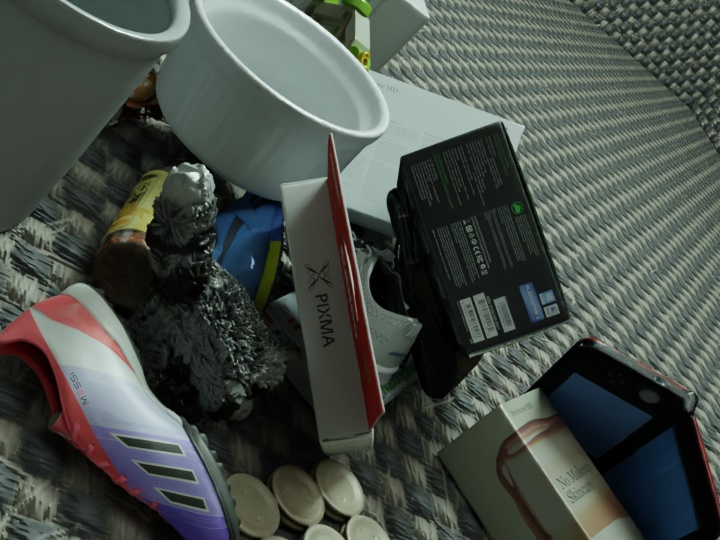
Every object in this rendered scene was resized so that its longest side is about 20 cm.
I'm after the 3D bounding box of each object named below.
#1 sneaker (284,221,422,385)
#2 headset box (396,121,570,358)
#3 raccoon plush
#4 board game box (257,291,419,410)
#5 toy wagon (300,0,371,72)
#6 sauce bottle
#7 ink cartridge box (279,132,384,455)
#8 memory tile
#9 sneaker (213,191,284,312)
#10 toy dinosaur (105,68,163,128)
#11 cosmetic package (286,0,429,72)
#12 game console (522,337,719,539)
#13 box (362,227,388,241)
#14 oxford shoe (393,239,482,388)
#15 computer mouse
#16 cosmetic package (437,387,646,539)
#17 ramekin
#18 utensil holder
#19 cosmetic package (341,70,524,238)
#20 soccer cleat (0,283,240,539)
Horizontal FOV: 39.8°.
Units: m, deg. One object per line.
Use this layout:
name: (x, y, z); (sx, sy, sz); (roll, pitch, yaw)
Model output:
sneaker: (0.000, 0.000, 0.872); (0.074, 0.082, 0.201); (11, 43, -48)
headset box: (0.101, -0.021, 0.894); (0.200, 0.092, 0.175); (75, -4, -86)
raccoon plush: (-0.086, 0.020, 0.706); (0.096, 0.201, 0.134); (26, 23, 18)
board game box: (-0.005, 0.064, 0.908); (0.126, 0.035, 0.200); (51, 27, 8)
toy wagon: (-0.044, -0.213, 1.031); (0.039, 0.156, 0.200); (31, 0, -38)
sauce bottle: (-0.158, -0.046, 0.804); (0.066, 0.066, 0.200); (39, 26, -16)
ink cartridge box: (-0.025, 0.026, 0.737); (0.176, 0.044, 0.202); (93, -13, -73)
memory tile: (-0.013, 0.227, 0.702); (0.153, 0.017, 0.201); (3, 50, -54)
sneaker: (-0.107, -0.036, 0.861); (0.078, 0.066, 0.201); (15, 27, -9)
toy dinosaur: (-0.221, -0.179, 0.889); (0.200, 0.101, 0.137); (35, 39, -60)
cosmetic package: (-0.049, -0.356, 1.255); (0.199, 0.166, 0.168); (30, 32, -32)
game console: (0.226, 0.184, 0.936); (0.171, 0.200, 0.119); (29, 55, 0)
box: (0.000, -0.140, 1.122); (0.201, 0.095, 0.078); (53, 26, 7)
oxford shoe: (0.093, 0.022, 1.053); (0.072, 0.084, 0.201); (20, 36, -39)
computer mouse: (0.056, 0.022, 0.861); (0.059, 0.034, 0.201); (-118, -165, -63)
cosmetic package: (0.173, 0.218, 0.906); (0.201, 0.087, 0.103); (55, 30, 15)
ramekin: (-0.081, -0.153, 0.870); (0.200, 0.098, 0.201); (31, 30, -20)
utensil holder: (-0.238, -0.147, 0.669); (0.169, 0.200, 0.171); (34, 31, -23)
cosmetic package: (0.053, -0.110, 1.035); (0.199, 0.152, 0.052); (20, -12, 0)
soccer cleat: (-0.152, 0.104, 0.628); (0.073, 0.068, 0.201); (-30, 82, -38)
